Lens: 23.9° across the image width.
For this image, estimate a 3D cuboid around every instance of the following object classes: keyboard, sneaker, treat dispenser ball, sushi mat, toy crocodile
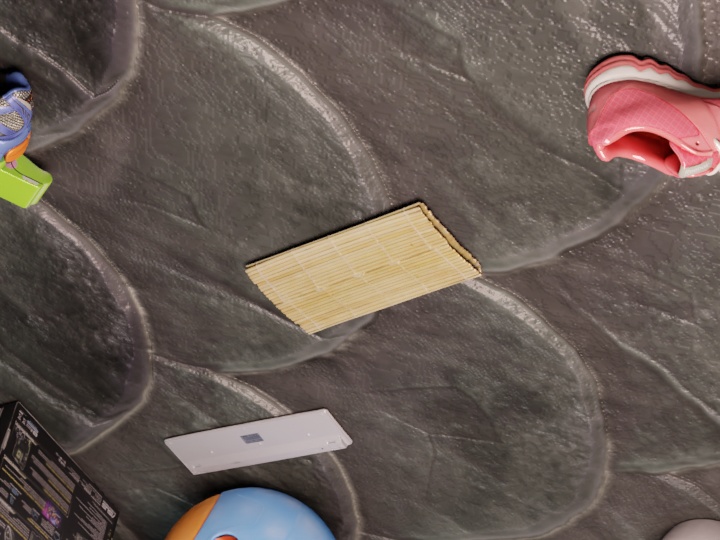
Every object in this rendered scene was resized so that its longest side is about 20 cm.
[{"bbox_3d":[-0.105,0.173,1.716,0.199,0.011,0.056,-13,126,29],"label":"keyboard"},{"bbox_3d":[-0.355,-0.163,1.386,0.199,0.076,0.079,21,131,-18],"label":"sneaker"},{"bbox_3d":[-0.113,0.323,1.736,0.199,0.202,0.202,9,139,8],"label":"treat dispenser ball"},{"bbox_3d":[0.000,0.000,1.488,0.199,0.012,0.096,-19,130,34],"label":"sushi mat"},{"bbox_3d":[-0.358,-0.112,1.448,0.199,0.062,0.068,23,140,-15],"label":"toy crocodile"},{"bbox_3d":[0.259,-0.095,1.248,0.198,0.087,0.074,9,140,8],"label":"sneaker"}]

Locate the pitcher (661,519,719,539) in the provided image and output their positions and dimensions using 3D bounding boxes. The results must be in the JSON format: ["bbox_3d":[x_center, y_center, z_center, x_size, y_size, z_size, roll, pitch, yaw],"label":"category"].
[{"bbox_3d":[0.324,0.325,1.604,0.120,0.201,0.172,8,138,8],"label":"pitcher"}]

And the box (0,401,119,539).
[{"bbox_3d":[-0.336,0.261,1.766,0.043,0.161,0.200,-15,132,24],"label":"box"}]
